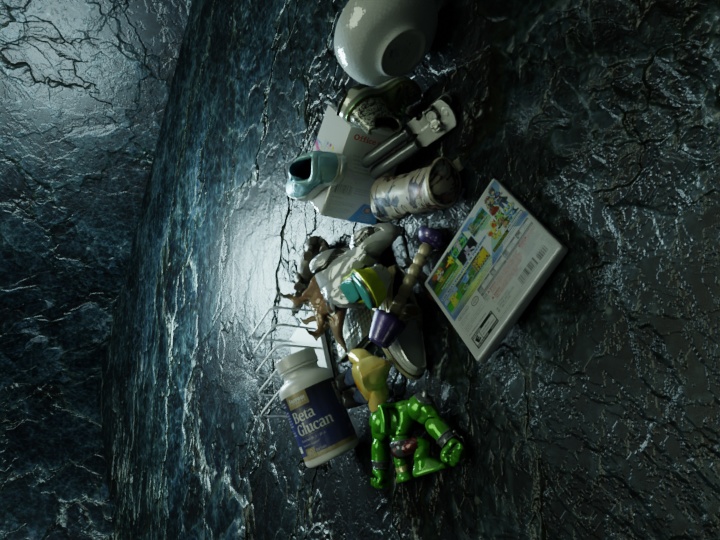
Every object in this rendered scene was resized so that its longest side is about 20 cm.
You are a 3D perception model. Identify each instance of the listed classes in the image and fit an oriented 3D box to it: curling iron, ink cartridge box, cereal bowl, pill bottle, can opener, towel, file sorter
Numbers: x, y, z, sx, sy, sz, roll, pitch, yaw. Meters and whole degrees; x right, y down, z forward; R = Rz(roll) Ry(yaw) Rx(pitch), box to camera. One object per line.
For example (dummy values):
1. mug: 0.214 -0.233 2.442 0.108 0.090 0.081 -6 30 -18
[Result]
1. curling iron: 0.125 0.027 1.105 0.051 0.025 0.200 -64 33 13
2. ink cartridge box: -0.012 -0.212 1.293 0.126 0.126 0.204 50 125 51
3. cereal bowl: 0.056 -0.400 1.168 0.084 0.197 0.202 56 132 27
4. pill bottle: -0.088 0.253 1.272 0.111 0.109 0.204 -35 75 50
5. can opener: 0.087 -0.229 1.177 0.198 0.053 0.067 -32 15 31
6. towel: -0.002 0.054 1.316 0.193 0.034 0.204 -47 43 41
7. file sorter: -0.150 0.194 1.437 0.139 0.122 0.204 -50 43 41

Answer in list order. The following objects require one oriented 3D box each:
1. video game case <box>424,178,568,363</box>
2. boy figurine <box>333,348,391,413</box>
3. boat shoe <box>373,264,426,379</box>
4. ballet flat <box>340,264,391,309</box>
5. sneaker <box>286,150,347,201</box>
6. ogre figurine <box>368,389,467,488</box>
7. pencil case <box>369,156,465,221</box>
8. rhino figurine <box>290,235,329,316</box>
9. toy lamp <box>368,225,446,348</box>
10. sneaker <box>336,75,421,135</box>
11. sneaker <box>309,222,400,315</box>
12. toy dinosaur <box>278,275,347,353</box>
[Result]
1. video game case: 0.188 -0.003 0.982 0.202 0.022 0.184 -58 37 22
2. boy figurine: 0.009 0.196 1.173 0.200 0.063 0.127 130 121 -69
3. boat shoe: 0.069 0.082 1.139 0.069 0.073 0.203 -48 50 36
4. ballet flat: 0.014 0.019 1.096 0.068 0.066 0.200 61 169 -5
5. sneaker: -0.103 -0.180 1.236 0.198 0.080 0.076 -19 66 56
6. ogre figurine: 0.076 0.265 1.067 0.200 0.096 0.123 -47 55 60
7. pencil case: 0.091 -0.135 1.150 0.198 0.089 0.079 -7 112 59
8. rhino figurine: -0.116 0.015 1.476 0.088 0.058 0.204 -90 19 -66
9. toy lamp: 0.072 0.028 1.091 0.058 0.058 0.204 7 67 59
10. sneaker: 0.048 -0.272 1.168 0.089 0.198 0.077 52 138 13
11. sneaker: 0.000 0.000 1.233 0.197 0.075 0.118 -27 70 26
12. toy dinosaur: -0.065 0.057 1.320 0.135 0.086 0.201 -39 57 -3
